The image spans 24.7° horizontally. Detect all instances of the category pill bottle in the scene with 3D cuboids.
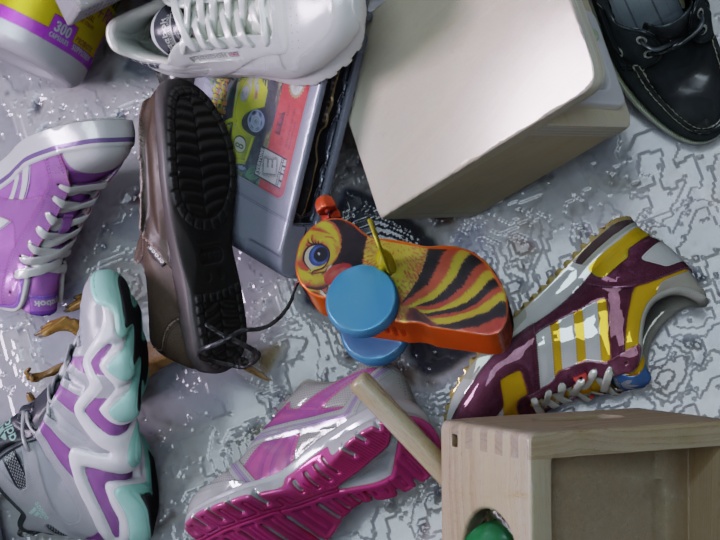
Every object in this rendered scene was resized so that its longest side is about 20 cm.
[{"bbox_3d":[-0.211,-0.244,1.206,0.104,0.104,0.201,23,86,15],"label":"pill bottle"}]

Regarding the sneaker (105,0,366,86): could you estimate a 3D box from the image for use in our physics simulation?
[{"bbox_3d":[-0.079,-0.157,1.065,0.199,0.080,0.077,-6,85,45],"label":"sneaker"}]

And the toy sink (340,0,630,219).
[{"bbox_3d":[0.094,-0.133,1.076,0.199,0.112,0.131,-32,71,41],"label":"toy sink"}]

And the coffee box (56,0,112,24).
[{"bbox_3d":[-0.126,-0.260,1.086,0.199,0.080,0.114,-28,98,-13],"label":"coffee box"}]

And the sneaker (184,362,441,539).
[{"bbox_3d":[-0.034,0.128,1.118,0.199,0.081,0.089,-29,37,19],"label":"sneaker"}]

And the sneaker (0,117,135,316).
[{"bbox_3d":[-0.213,-0.032,1.158,0.200,0.072,0.115,-25,77,46],"label":"sneaker"}]

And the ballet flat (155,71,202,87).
[{"bbox_3d":[-0.144,-0.199,1.179,0.056,0.066,0.202,-11,105,-25],"label":"ballet flat"}]

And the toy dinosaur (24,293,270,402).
[{"bbox_3d":[-0.174,0.068,1.175,0.199,0.060,0.107,-27,105,9],"label":"toy dinosaur"}]

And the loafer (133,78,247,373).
[{"bbox_3d":[-0.129,-0.029,1.117,0.071,0.073,0.202,-7,86,35],"label":"loafer"}]

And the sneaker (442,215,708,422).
[{"bbox_3d":[0.141,0.061,1.089,0.090,0.075,0.200,42,91,21],"label":"sneaker"}]

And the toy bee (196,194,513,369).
[{"bbox_3d":[0.000,0.000,1.068,0.198,0.131,0.110,6,67,-9],"label":"toy bee"}]

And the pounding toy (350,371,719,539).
[{"bbox_3d":[0.112,0.155,1.012,0.198,0.142,0.186,0,90,-28],"label":"pounding toy"}]

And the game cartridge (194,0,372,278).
[{"bbox_3d":[-0.064,-0.111,1.132,0.133,0.041,0.202,30,112,45],"label":"game cartridge"}]

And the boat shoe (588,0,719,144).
[{"bbox_3d":[0.196,-0.175,1.097,0.074,0.066,0.201,-24,97,-2],"label":"boat shoe"}]

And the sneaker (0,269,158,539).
[{"bbox_3d":[-0.214,0.098,1.113,0.139,0.078,0.202,-1,108,0],"label":"sneaker"}]
